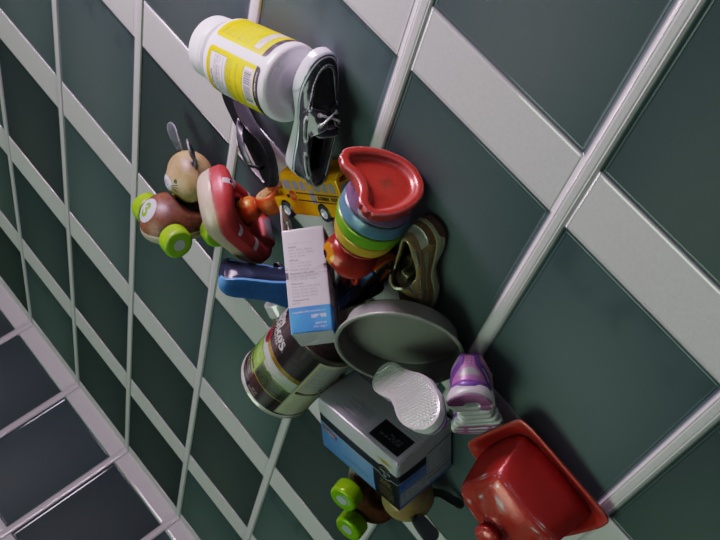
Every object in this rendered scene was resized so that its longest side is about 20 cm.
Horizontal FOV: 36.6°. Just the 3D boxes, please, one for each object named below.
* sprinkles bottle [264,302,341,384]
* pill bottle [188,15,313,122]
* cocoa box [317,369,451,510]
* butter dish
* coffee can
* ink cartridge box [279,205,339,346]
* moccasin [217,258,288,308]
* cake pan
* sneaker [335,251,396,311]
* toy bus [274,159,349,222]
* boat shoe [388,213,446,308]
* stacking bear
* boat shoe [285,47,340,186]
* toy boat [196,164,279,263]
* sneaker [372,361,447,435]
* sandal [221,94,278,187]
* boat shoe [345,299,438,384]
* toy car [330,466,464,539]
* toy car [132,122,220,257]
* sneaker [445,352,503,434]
[{"bbox_3d":[-0.104,0.134,1.994,0.068,0.068,0.202,-2,117,58],"label":"sprinkles bottle"},{"bbox_3d":[-0.157,-0.299,1.584,0.199,0.114,0.115,32,143,39],"label":"pill bottle"},{"bbox_3d":[0.042,0.274,1.833,0.199,0.133,0.132,35,146,34],"label":"cocoa box"},{"bbox_3d":[0.223,0.344,1.589,0.200,0.148,0.199,48,152,1],"label":"butter dish"},{"bbox_3d":[-0.097,0.141,1.848,0.147,0.146,0.200,51,133,10],"label":"coffee can"},{"bbox_3d":[-0.076,0.005,1.668,0.116,0.066,0.202,67,-163,-77],"label":"ink cartridge box"},{"bbox_3d":[-0.142,0.011,1.844,0.081,0.198,0.069,-54,33,39],"label":"moccasin"},{"bbox_3d":[0.060,0.106,1.631,0.198,0.037,0.201,8,145,6],"label":"cake pan"},{"bbox_3d":[0.000,0.000,1.704,0.079,0.075,0.200,64,148,14],"label":"sneaker"},{"bbox_3d":[-0.062,-0.125,1.662,0.199,0.065,0.079,10,127,54],"label":"toy bus"},{"bbox_3d":[0.071,0.005,1.573,0.072,0.076,0.201,38,147,29],"label":"boat shoe"},{"bbox_3d":[0.006,-0.064,1.537,0.122,0.113,0.201,65,148,29],"label":"stacking bear"},{"bbox_3d":[-0.058,-0.211,1.528,0.068,0.071,0.202,43,132,36],"label":"boat shoe"},{"bbox_3d":[-0.186,-0.105,1.834,0.200,0.130,0.132,43,-152,-55],"label":"toy boat"},{"bbox_3d":[0.101,0.202,1.588,0.114,0.073,0.200,40,-179,-23],"label":"sneaker"},{"bbox_3d":[-0.185,-0.213,1.751,0.201,0.042,0.076,61,160,19],"label":"sandal"},{"bbox_3d":[0.041,0.124,1.760,0.202,0.060,0.072,45,150,21],"label":"boat shoe"},{"bbox_3d":[0.076,0.401,1.905,0.199,0.164,0.159,20,137,30],"label":"toy car"},{"bbox_3d":[-0.327,-0.157,1.968,0.164,0.156,0.202,42,139,46],"label":"toy car"},{"bbox_3d":[0.169,0.183,1.610,0.201,0.079,0.089,72,-164,-61],"label":"sneaker"}]
